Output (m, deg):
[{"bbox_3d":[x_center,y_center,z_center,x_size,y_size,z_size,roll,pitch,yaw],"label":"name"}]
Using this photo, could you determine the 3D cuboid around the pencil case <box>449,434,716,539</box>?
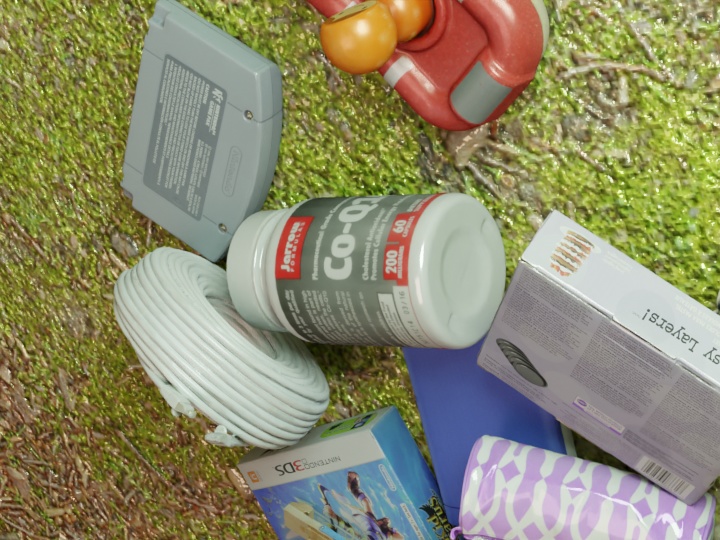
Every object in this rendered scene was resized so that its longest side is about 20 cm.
[{"bbox_3d":[0.165,0.184,1.155,0.198,0.086,0.084,12,159,18],"label":"pencil case"}]

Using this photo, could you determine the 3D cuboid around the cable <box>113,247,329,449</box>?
[{"bbox_3d":[-0.113,0.060,1.258,0.069,0.200,0.200,-48,63,10],"label":"cable"}]

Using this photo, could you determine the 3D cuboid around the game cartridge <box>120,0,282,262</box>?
[{"bbox_3d":[-0.129,-0.109,1.275,0.133,0.040,0.201,36,133,20],"label":"game cartridge"}]

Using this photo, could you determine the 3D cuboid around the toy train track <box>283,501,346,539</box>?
[{"bbox_3d":[0.019,0.247,1.317,0.199,0.032,0.115,26,136,30],"label":"toy train track"}]

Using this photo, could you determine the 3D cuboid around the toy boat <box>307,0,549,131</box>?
[{"bbox_3d":[0.020,-0.175,1.043,0.200,0.131,0.131,47,137,5],"label":"toy boat"}]

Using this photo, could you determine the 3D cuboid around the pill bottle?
[{"bbox_3d":[0.000,0.000,1.181,0.199,0.114,0.115,0,116,38],"label":"pill bottle"}]

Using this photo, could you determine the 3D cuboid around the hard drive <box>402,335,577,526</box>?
[{"bbox_3d":[0.105,0.119,1.232,0.131,0.025,0.201,2,117,38],"label":"hard drive"}]

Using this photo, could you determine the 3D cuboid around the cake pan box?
[{"bbox_3d":[0.183,0.067,1.051,0.199,0.052,0.184,33,158,11],"label":"cake pan box"}]

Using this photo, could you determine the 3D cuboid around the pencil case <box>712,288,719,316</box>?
[{"bbox_3d":[0.319,0.044,0.975,0.199,0.078,0.090,34,116,18],"label":"pencil case"}]

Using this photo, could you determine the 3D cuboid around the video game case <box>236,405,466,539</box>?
[{"bbox_3d":[0.004,0.230,1.368,0.181,0.045,0.201,-20,102,45],"label":"video game case"}]
